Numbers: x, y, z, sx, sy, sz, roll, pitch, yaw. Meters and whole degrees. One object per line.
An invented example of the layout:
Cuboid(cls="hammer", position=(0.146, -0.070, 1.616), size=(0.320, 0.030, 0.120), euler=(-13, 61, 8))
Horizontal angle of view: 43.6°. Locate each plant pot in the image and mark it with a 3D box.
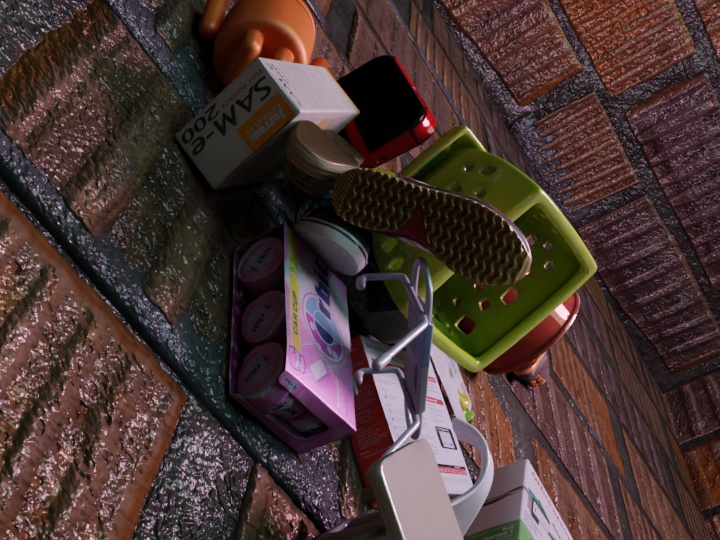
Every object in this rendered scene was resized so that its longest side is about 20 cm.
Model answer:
Cuboid(cls="plant pot", position=(0.121, -0.034, 1.044), size=(0.200, 0.199, 0.182), euler=(41, 11, -50))
Cuboid(cls="plant pot", position=(0.216, 0.029, 1.464), size=(0.195, 0.201, 0.201), euler=(49, 23, -14))

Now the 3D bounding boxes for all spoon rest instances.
Cuboid(cls="spoon rest", position=(0.087, 0.249, 0.923), size=(0.200, 0.060, 0.099), euler=(-62, 146, -29))

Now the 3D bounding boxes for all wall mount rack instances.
Cuboid(cls="wall mount rack", position=(0.031, 0.094, 0.861), size=(0.174, 0.074, 0.201), euler=(-108, -163, -62))

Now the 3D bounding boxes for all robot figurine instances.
Cuboid(cls="robot figurine", position=(-0.116, -0.279, 1.102), size=(0.200, 0.143, 0.117), euler=(-85, 169, -56))

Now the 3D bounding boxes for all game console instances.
Cuboid(cls="game console", position=(-0.007, -0.183, 1.118), size=(0.031, 0.177, 0.200), euler=(54, 10, -38))

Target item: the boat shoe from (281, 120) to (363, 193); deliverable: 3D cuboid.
Cuboid(cls="boat shoe", position=(-0.045, -0.108, 0.936), size=(0.072, 0.065, 0.200), euler=(43, 11, 0))

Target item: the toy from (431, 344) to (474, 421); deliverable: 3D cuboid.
Cuboid(cls="toy", position=(0.097, 0.121, 1.235), size=(0.200, 0.047, 0.115), euler=(64, 16, -8))

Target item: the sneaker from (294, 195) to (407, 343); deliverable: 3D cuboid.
Cuboid(cls="sneaker", position=(-0.001, 0.001, 1.108), size=(0.203, 0.077, 0.146), euler=(55, 9, 7))

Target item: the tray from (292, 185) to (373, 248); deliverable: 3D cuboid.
Cuboid(cls="tray", position=(0.011, -0.063, 1.168), size=(0.200, 0.098, 0.037), euler=(48, 35, -35))

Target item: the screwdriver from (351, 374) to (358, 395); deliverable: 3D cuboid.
Cuboid(cls="screwdriver", position=(-0.021, 0.079, 0.949), size=(0.029, 0.028, 0.200), euler=(58, 4, -18))

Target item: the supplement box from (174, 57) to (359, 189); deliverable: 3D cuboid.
Cuboid(cls="supplement box", position=(-0.094, -0.160, 0.980), size=(0.074, 0.126, 0.200), euler=(53, 19, 3))

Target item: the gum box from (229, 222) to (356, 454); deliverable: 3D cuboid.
Cuboid(cls="gum box", position=(-0.065, 0.067, 0.865), size=(0.114, 0.066, 0.200), euler=(48, 25, -39))

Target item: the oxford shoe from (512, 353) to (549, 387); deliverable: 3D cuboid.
Cuboid(cls="oxford shoe", position=(0.332, 0.187, 1.709), size=(0.073, 0.071, 0.200), euler=(69, 20, 1))

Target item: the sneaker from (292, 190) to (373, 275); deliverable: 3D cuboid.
Cuboid(cls="sneaker", position=(-0.026, -0.045, 0.948), size=(0.078, 0.079, 0.200), euler=(42, -11, -13))

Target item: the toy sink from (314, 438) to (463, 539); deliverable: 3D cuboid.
Cuboid(cls="toy sink", position=(0.022, 0.264, 0.773), size=(0.130, 0.112, 0.201), euler=(-2, 71, -68))

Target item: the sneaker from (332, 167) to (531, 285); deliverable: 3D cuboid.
Cuboid(cls="sneaker", position=(0.074, -0.049, 0.872), size=(0.200, 0.075, 0.090), euler=(26, 13, 10))

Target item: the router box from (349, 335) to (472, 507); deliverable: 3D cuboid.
Cuboid(cls="router box", position=(0.051, 0.180, 1.039), size=(0.200, 0.049, 0.180), euler=(27, 40, -59))

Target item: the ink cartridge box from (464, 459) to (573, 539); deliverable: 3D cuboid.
Cuboid(cls="ink cartridge box", position=(0.205, 0.357, 1.151), size=(0.146, 0.084, 0.200), euler=(60, 20, -9))
